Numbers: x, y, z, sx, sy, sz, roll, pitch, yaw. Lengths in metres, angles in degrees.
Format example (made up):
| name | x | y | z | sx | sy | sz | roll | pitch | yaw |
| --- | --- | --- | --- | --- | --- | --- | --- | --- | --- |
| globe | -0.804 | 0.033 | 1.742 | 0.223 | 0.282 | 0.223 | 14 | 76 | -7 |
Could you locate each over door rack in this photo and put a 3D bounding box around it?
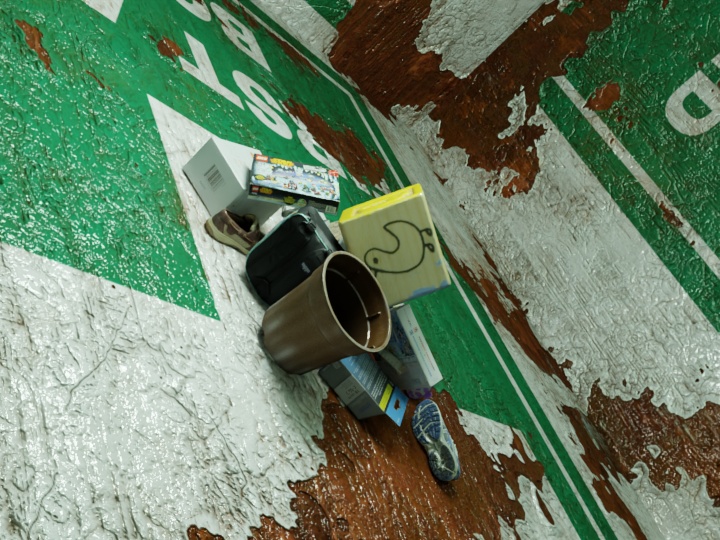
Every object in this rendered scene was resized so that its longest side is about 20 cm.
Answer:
| name | x | y | z | sx | sy | sz | roll | pitch | yaw |
| --- | --- | --- | --- | --- | --- | --- | --- | --- | --- |
| over door rack | -0.123 | -0.157 | 1.839 | 0.200 | 0.065 | 0.151 | -38 | 123 | -60 |

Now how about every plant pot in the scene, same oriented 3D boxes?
| name | x | y | z | sx | sy | sz | roll | pitch | yaw |
| --- | --- | --- | --- | --- | --- | --- | --- | --- | --- |
| plant pot | -0.076 | 0.097 | 1.506 | 0.199 | 0.196 | 0.204 | 37 | 39 | -37 |

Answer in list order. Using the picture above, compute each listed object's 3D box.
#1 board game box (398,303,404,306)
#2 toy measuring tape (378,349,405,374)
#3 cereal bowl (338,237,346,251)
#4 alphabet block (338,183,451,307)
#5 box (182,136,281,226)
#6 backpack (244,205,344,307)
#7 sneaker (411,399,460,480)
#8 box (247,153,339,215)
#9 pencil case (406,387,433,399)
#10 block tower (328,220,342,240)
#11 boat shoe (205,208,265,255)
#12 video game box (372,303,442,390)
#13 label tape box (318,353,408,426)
| name | x | y | z | sx | sy | sz | roll | pitch | yaw |
| --- | --- | --- | --- | --- | --- | --- | --- | --- | --- |
| board game box | 0.024 | 0.050 | 1.975 | 0.197 | 0.035 | 0.136 | 27 | 23 | -29 |
| toy measuring tape | 0.018 | 0.184 | 1.769 | 0.199 | 0.074 | 0.073 | 38 | 14 | 21 |
| cereal bowl | 0.000 | 0.000 | 1.822 | 0.198 | 0.082 | 0.205 | 18 | 67 | -51 |
| alphabet block | 0.073 | -0.052 | 1.657 | 0.197 | 0.191 | 0.204 | -89 | 159 | -79 |
| box | -0.280 | -0.198 | 1.774 | 0.154 | 0.106 | 0.199 | 56 | 19 | 16 |
| backpack | -0.135 | -0.017 | 1.631 | 0.177 | 0.199 | 0.153 | 52 | 15 | -5 |
| sneaker | 0.179 | 0.398 | 1.800 | 0.085 | 0.076 | 0.203 | 42 | 25 | -51 |
| box | -0.144 | -0.189 | 1.695 | 0.195 | 0.041 | 0.138 | 10 | 34 | -11 |
| pencil case | 0.120 | 0.225 | 1.964 | 0.086 | 0.082 | 0.202 | 64 | 3 | -51 |
| block tower | -0.054 | -0.048 | 1.937 | 0.202 | 0.056 | 0.055 | -85 | 157 | -49 |
| boat shoe | -0.247 | -0.086 | 1.696 | 0.199 | 0.072 | 0.073 | 27 | 29 | -50 |
| video game box | 0.086 | 0.178 | 1.762 | 0.046 | 0.199 | 0.185 | -28 | 93 | -27 |
| label tape box | 0.009 | 0.249 | 1.672 | 0.201 | 0.063 | 0.144 | 49 | 19 | -3 |
